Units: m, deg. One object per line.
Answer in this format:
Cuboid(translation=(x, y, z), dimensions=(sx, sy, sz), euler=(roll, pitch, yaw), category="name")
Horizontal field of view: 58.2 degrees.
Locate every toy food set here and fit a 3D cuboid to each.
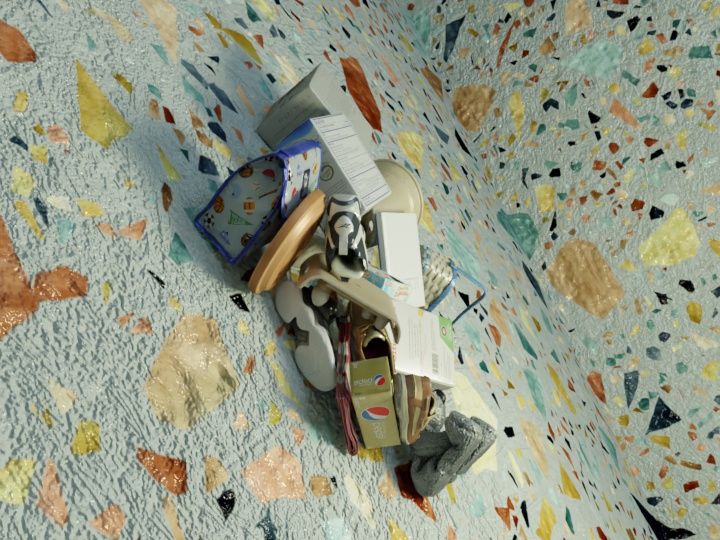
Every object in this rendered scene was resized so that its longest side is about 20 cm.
Cuboid(translation=(-0.019, 0.051, 1.138), dimensions=(0.197, 0.061, 0.144), euler=(31, 12, -11), category="toy food set")

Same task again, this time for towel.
Cuboid(translation=(-0.019, 0.195, 1.130), dimensions=(0.203, 0.022, 0.147), euler=(-89, 172, -52), category="towel")

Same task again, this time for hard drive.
Cuboid(translation=(0.087, -0.020, 1.402), dimensions=(0.130, 0.025, 0.207), euler=(-4, 88, -51), category="hard drive")

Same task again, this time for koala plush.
Cuboid(translation=(0.128, 0.305, 1.254), dimensions=(0.201, 0.184, 0.177), euler=(47, 8, 28), category="koala plush")

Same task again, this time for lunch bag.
Cuboid(translation=(-0.152, -0.127, 1.081), dimensions=(0.124, 0.200, 0.170), euler=(43, 24, 0), category="lunch bag")

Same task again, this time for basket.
Cuboid(translation=(0.188, 0.048, 1.587), dimensions=(0.199, 0.176, 0.140), euler=(40, 25, -12), category="basket")

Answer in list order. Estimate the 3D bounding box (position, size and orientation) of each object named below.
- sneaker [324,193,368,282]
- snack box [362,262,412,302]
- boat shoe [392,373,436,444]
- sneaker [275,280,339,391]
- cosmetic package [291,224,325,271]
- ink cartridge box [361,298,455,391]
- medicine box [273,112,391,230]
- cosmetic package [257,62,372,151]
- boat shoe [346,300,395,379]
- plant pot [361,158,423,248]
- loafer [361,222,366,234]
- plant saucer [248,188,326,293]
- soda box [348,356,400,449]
Cuboid(translation=(-0.027, -0.029, 1.134), dimensions=(0.200, 0.077, 0.133), euler=(103, -11, -66), category="sneaker")
Cuboid(translation=(0.000, 0.000, 1.313), dimensions=(0.197, 0.038, 0.115), euler=(30, 7, 33), category="snack box")
Cuboid(translation=(0.096, 0.238, 1.095), dimensions=(0.202, 0.069, 0.078), euler=(78, 5, -56), category="boat shoe")
Cuboid(translation=(-0.070, 0.109, 1.142), dimensions=(0.113, 0.075, 0.204), euler=(1, 59, -59), category="sneaker")
Cuboid(translation=(-0.121, -0.109, 1.273), dimensions=(0.103, 0.086, 0.204), euler=(18, 46, -57), category="cosmetic package")
Cuboid(translation=(0.097, 0.157, 1.322), dimensions=(0.197, 0.083, 0.149), euler=(20, 58, -36), category="ink cartridge box")
Cuboid(translation=(-0.049, -0.195, 1.279), dimensions=(0.203, 0.102, 0.182), euler=(57, 24, -3), category="medicine box")
Cuboid(translation=(-0.096, -0.314, 1.453), dimensions=(0.201, 0.163, 0.167), euler=(47, 27, -21), category="cosmetic package")
Cuboid(translation=(0.025, 0.130, 1.192), dimensions=(0.067, 0.072, 0.204), euler=(92, -23, -65), category="boat shoe")
Cuboid(translation=(0.020, -0.136, 1.482), dimensions=(0.204, 0.198, 0.183), euler=(58, 36, -1), category="plant pot")
Cuboid(translation=(-0.080, -0.117, 1.379), dimensions=(0.199, 0.071, 0.073), euler=(42, 25, 6), category="loafer")
Cuboid(translation=(-0.116, -0.044, 1.079), dimensions=(0.032, 0.202, 0.201), euler=(34, 26, 1), category="plant saucer")
Cuboid(translation=(0.026, 0.230, 1.100), dimensions=(0.203, 0.066, 0.065), euler=(79, 3, -50), category="soda box")
